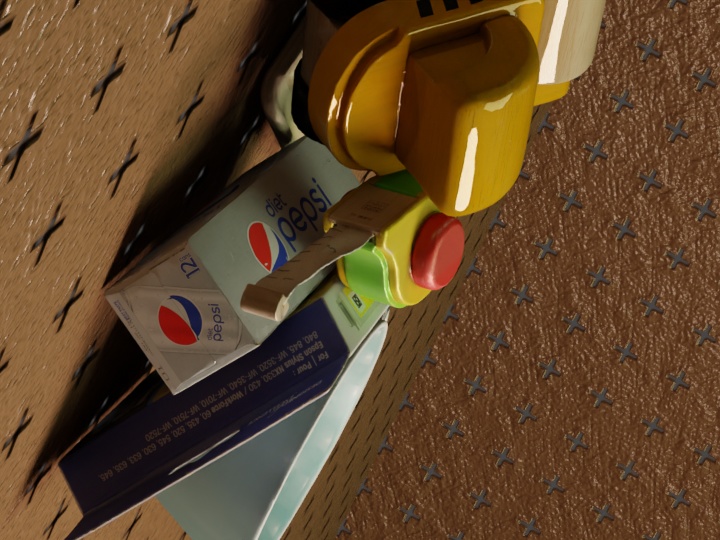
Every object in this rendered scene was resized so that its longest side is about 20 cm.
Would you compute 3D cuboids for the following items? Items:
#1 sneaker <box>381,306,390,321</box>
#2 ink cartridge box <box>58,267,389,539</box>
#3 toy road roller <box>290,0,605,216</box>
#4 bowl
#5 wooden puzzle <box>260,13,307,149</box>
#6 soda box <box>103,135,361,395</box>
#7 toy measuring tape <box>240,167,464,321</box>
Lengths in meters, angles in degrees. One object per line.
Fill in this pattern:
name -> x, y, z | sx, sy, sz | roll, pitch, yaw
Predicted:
sneaker -> -0.033, 0.052, 1.973 | 0.200, 0.076, 0.116 | -53, -176, 30
ink cartridge box -> -0.074, 0.060, 1.394 | 0.198, 0.047, 0.200 | -32, -175, 23
toy road roller -> 0.064, -0.112, 1.323 | 0.200, 0.146, 0.123 | -18, 139, -24
bowl -> -0.074, 0.096, 1.633 | 0.201, 0.105, 0.201 | -59, 174, -11
wooden puzzle -> 0.005, -0.156, 1.464 | 0.200, 0.037, 0.185 | -61, 173, -5
soda box -> -0.060, -0.010, 1.346 | 0.063, 0.068, 0.200 | -31, -172, 28
toy measuring tape -> 0.000, 0.000, 1.305 | 0.200, 0.074, 0.074 | -39, 159, -49
